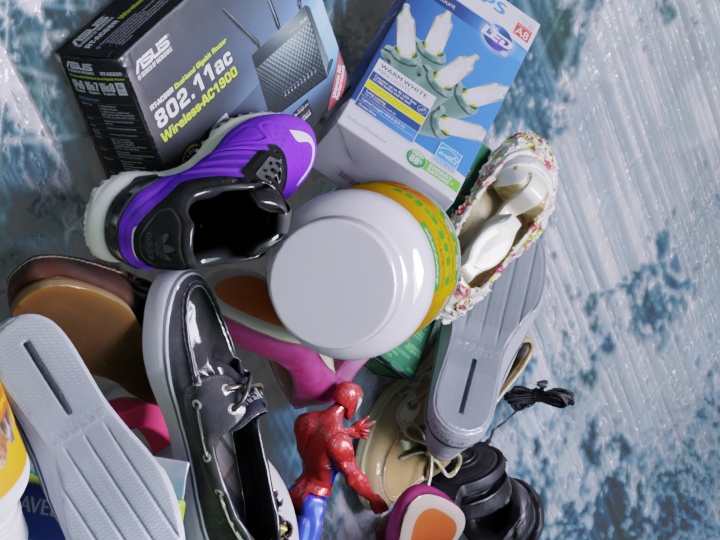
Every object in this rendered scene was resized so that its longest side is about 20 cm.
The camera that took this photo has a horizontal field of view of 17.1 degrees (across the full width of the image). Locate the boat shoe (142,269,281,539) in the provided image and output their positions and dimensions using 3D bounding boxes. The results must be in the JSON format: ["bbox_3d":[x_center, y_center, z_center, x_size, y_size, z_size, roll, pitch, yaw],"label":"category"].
[{"bbox_3d":[-0.089,0.095,1.543,0.070,0.066,0.201,-20,106,-56],"label":"boat shoe"}]

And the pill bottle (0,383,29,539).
[{"bbox_3d":[-0.261,0.087,1.403,0.109,0.109,0.200,-44,130,-40],"label":"pill bottle"}]

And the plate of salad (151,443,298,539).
[{"bbox_3d":[-0.105,0.211,1.617,0.200,0.048,0.201,-7,100,-46],"label":"plate of salad"}]

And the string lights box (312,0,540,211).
[{"bbox_3d":[0.047,-0.130,1.746,0.103,0.059,0.200,34,50,-8],"label":"string lights box"}]

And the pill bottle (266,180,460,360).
[{"bbox_3d":[0.000,0.000,1.584,0.200,0.111,0.111,-26,121,-79],"label":"pill bottle"}]

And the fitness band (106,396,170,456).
[{"bbox_3d":[-0.161,0.185,1.623,0.144,0.037,0.201,-27,119,-51],"label":"fitness band"}]

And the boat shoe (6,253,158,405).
[{"bbox_3d":[-0.166,0.030,1.565,0.200,0.070,0.070,37,28,-54],"label":"boat shoe"}]

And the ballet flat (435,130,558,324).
[{"bbox_3d":[0.109,-0.037,1.827,0.076,0.064,0.200,43,56,-13],"label":"ballet flat"}]

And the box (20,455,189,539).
[{"bbox_3d":[-0.182,0.213,1.520,0.048,0.122,0.201,5,94,-75],"label":"box"}]

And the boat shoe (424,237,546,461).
[{"bbox_3d":[0.086,0.055,1.848,0.200,0.073,0.067,-65,-177,-33],"label":"boat shoe"}]

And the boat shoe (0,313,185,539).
[{"bbox_3d":[-0.166,0.117,1.467,0.072,0.062,0.200,-26,83,-13],"label":"boat shoe"}]

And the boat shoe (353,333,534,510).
[{"bbox_3d":[0.063,0.110,1.880,0.200,0.063,0.073,-53,136,-32],"label":"boat shoe"}]

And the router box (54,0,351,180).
[{"bbox_3d":[-0.101,-0.135,1.611,0.200,0.062,0.150,-48,132,-36],"label":"router box"}]

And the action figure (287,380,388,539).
[{"bbox_3d":[-0.024,0.176,1.739,0.099,0.065,0.201,10,103,-45],"label":"action figure"}]

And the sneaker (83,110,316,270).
[{"bbox_3d":[-0.075,-0.043,1.527,0.200,0.099,0.070,-31,124,-46],"label":"sneaker"}]

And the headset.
[{"bbox_3d":[0.113,0.183,1.936,0.124,0.094,0.201,50,48,-46],"label":"headset"}]

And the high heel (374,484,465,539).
[{"bbox_3d":[0.029,0.188,1.787,0.067,0.096,0.200,-33,152,-15],"label":"high heel"}]

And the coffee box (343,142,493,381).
[{"bbox_3d":[0.029,-0.030,1.823,0.123,0.044,0.201,37,68,-51],"label":"coffee box"}]

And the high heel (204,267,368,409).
[{"bbox_3d":[-0.071,0.056,1.685,0.096,0.067,0.200,-42,153,23],"label":"high heel"}]
